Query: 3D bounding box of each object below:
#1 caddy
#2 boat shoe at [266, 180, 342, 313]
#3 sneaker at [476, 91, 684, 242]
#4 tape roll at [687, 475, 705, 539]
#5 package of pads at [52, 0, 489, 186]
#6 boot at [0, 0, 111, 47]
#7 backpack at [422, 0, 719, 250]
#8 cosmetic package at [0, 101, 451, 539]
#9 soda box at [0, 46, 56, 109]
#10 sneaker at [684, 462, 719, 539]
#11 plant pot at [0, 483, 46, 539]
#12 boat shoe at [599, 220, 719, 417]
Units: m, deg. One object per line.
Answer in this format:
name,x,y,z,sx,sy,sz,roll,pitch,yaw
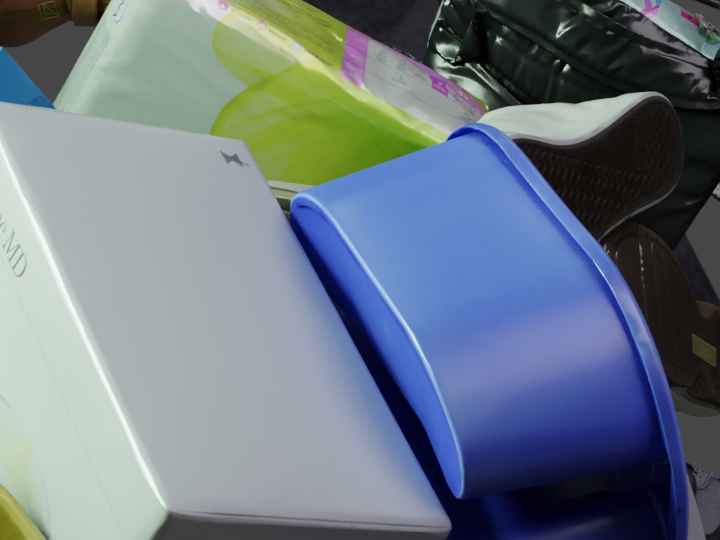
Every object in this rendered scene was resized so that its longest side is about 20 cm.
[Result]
caddy,0.052,0.036,0.880,0.105,0.142,0.200,-17,41,-15
boat shoe,0.000,0.000,1.084,0.199,0.075,0.068,21,22,-33
sneaker,0.061,-0.031,1.077,0.084,0.073,0.200,-1,13,39
tape roll,0.096,0.128,1.026,0.200,0.066,0.201,-16,90,-72
package of pads,-0.049,-0.056,1.172,0.199,0.155,0.068,26,30,-14
boot,-0.143,-0.174,1.263,0.154,0.074,0.200,-1,37,19
backpack,0.132,-0.108,1.459,0.200,0.167,0.127,33,9,4
cosmetic package,-0.097,0.082,0.874,0.123,0.200,0.200,9,38,-38
soda box,-0.118,0.008,1.027,0.200,0.068,0.064,50,25,-20
sneaker,0.166,0.112,1.204,0.200,0.075,0.114,-24,79,-53
plant pot,-0.201,0.142,0.737,0.199,0.142,0.200,24,32,-16
boat shoe,0.126,0.033,1.188,0.200,0.076,0.072,42,49,-56
